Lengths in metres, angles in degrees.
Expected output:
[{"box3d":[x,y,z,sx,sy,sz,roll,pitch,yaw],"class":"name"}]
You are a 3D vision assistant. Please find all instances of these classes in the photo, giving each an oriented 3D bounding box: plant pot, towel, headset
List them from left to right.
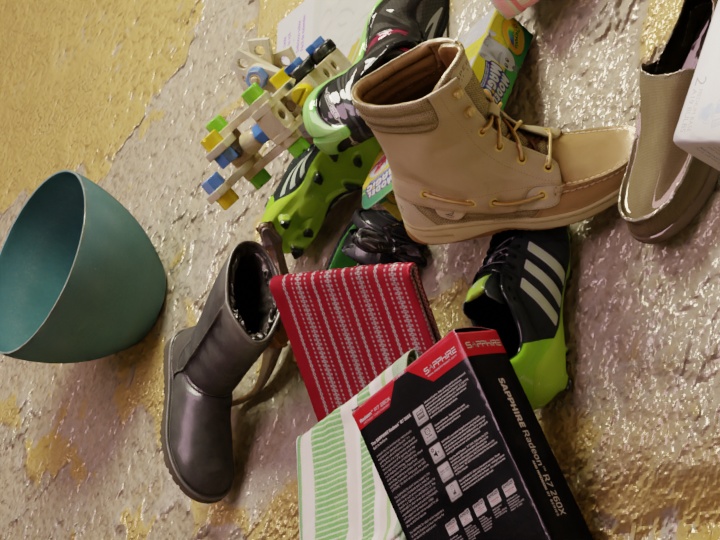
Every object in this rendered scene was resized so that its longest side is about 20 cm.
[{"box3d":[-0.282,0.014,2.059,0.200,0.134,0.201,-36,42,40],"class":"plant pot"},{"box3d":[-0.003,0.168,1.579,0.200,0.023,0.153,138,137,-55],"class":"towel"},{"box3d":[0.000,0.000,1.672,0.200,0.093,0.124,-16,56,66],"class":"headset"},{"box3d":[0.006,0.065,1.605,0.199,0.022,0.145,-6,107,54],"class":"towel"}]

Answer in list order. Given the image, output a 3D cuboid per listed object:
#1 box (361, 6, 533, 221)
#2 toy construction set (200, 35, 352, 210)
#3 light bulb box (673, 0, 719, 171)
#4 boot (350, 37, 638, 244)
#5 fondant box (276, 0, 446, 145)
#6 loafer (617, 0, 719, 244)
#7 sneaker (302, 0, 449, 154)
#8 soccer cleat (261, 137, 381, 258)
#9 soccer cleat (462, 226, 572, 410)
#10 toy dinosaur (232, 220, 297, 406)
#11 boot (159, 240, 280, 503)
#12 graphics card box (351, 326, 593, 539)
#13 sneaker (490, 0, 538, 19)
[{"box3d":[0.070,-0.124,1.622,0.117,0.048,0.200,-39,15,38],"class":"box"},{"box3d":[-0.074,-0.144,1.753,0.131,0.092,0.200,-40,21,28],"class":"toy construction set"},{"box3d":[0.327,-0.144,1.231,0.200,0.124,0.199,4,73,59],"class":"light bulb box"},{"box3d":[0.105,-0.105,1.462,0.199,0.156,0.073,-11,43,16],"class":"boot"},{"box3d":[-0.002,-0.212,1.853,0.200,0.058,0.145,-35,43,44],"class":"fondant box"},{"box3d":[0.227,-0.118,1.423,0.076,0.067,0.201,16,83,59],"class":"loafer"},{"box3d":[0.031,-0.169,1.662,0.083,0.077,0.200,-4,43,43],"class":"sneaker"},{"box3d":[-0.029,-0.094,1.796,0.200,0.067,0.081,-44,32,36],"class":"soccer cleat"},{"box3d":[0.116,0.009,1.497,0.067,0.081,0.201,-35,43,41],"class":"soccer cleat"},{"box3d":[-0.075,0.056,1.795,0.106,0.060,0.201,-136,52,-60],"class":"toy dinosaur"},{"box3d":[-0.116,0.093,1.750,0.200,0.072,0.183,-38,59,53],"class":"boot"},{"box3d":[0.082,0.157,1.408,0.125,0.051,0.201,-41,64,36],"class":"graphics card box"},{"box3d":[0.144,-0.301,1.678,0.104,0.075,0.201,-35,35,22],"class":"sneaker"}]
